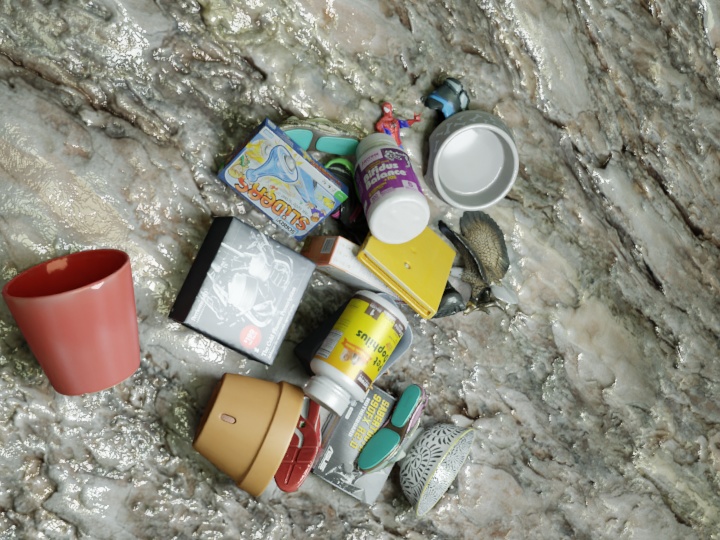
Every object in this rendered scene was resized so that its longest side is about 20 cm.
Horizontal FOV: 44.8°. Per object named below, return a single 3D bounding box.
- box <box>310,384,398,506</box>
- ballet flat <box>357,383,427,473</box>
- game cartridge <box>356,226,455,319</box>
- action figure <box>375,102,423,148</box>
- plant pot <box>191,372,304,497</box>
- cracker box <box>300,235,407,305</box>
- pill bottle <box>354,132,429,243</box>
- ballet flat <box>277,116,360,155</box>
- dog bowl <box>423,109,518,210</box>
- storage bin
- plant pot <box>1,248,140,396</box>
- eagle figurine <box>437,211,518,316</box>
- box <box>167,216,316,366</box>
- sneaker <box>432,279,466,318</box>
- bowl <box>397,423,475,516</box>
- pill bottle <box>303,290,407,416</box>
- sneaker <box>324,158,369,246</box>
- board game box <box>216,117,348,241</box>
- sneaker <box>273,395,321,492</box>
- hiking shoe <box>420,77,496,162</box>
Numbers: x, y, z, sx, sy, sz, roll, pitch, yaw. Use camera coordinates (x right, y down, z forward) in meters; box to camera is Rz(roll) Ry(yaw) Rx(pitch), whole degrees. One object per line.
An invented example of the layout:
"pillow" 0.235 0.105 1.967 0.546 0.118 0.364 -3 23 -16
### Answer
"box" 0.002 0.328 1.693 0.158 0.048 0.202 35 76 -25
"ballet flat" 0.072 0.313 1.673 0.201 0.069 0.071 -56 135 -16
"game cartridge" 0.088 -0.028 1.607 0.176 0.032 0.201 41 35 -11
"action figure" 0.083 -0.227 1.685 0.064 0.099 0.203 -18 99 -28
"plant pot" -0.201 0.268 1.510 0.138 0.200 0.203 26 80 -9
"cracker box" 0.000 0.000 1.627 0.198 0.133 0.058 28 79 -28
"pill bottle" 0.049 -0.154 1.570 0.110 0.202 0.113 -9 136 -8
"ballet flat" -0.093 -0.250 1.603 0.197 0.068 0.076 -2 49 -32
"dog bowl" 0.223 -0.211 1.733 0.196 0.059 0.203 -4 114 -8
"storage bin" -0.019 0.143 1.623 0.199 0.134 0.147 -40 110 -20
"plant pot" -0.435 0.084 1.368 0.198 0.200 0.180 -21 112 -26
"eagle figurine" 0.231 -0.015 1.761 0.148 0.152 0.204 -5 101 -8
"box" -0.206 0.036 1.532 0.181 0.104 0.203 29 79 -26
"sneaker" 0.149 0.046 1.688 0.075 0.200 0.092 -11 89 -8
"bowl" 0.134 0.372 1.723 0.201 0.094 0.202 -46 155 -29
"pill bottle" -0.012 0.142 1.489 0.109 0.109 0.201 40 74 -24
"sneaker" -0.024 -0.108 1.641 0.083 0.076 0.202 -31 96 -32
"board game box" -0.137 -0.158 1.555 0.199 0.035 0.135 38 117 -24
"sneaker" -0.100 0.331 1.577 0.117 0.077 0.202 79 20 -44
"hiking shoe" 0.200 -0.287 1.769 0.086 0.074 0.201 -35 106 -2
